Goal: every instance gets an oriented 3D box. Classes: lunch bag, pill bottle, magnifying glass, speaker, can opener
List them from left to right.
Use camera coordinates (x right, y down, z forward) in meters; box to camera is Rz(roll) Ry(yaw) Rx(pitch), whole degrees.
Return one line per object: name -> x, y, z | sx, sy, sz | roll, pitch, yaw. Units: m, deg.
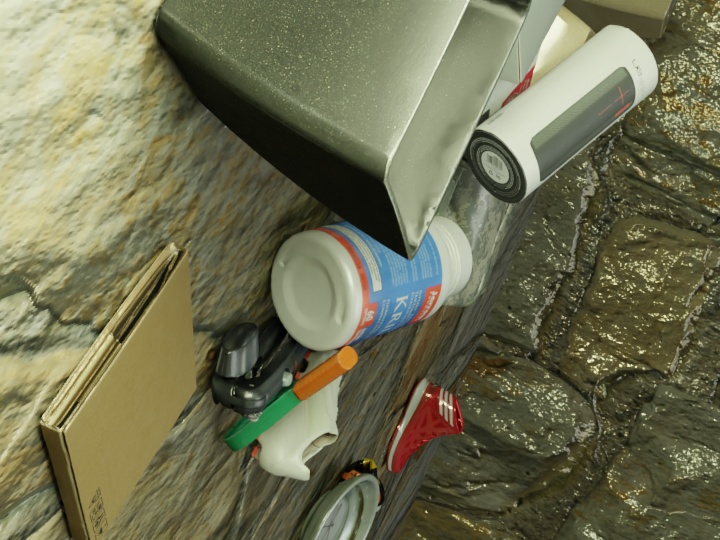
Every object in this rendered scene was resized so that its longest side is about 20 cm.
can opener -> -0.083, 0.083, 1.257 | 0.080, 0.063, 0.200 | -70, 168, 17
magnifying glass -> -0.068, 0.121, 1.285 | 0.199, 0.022, 0.080 | -35, -172, 45
pill bottle -> 0.018, 0.003, 1.290 | 0.199, 0.112, 0.113 | -16, 133, -46
lunch bag -> 0.105, -0.059, 1.654 | 0.168, 0.138, 0.203 | -27, 139, -74
speaker -> 0.193, -0.151, 1.283 | 0.199, 0.081, 0.082 | -38, 157, -25

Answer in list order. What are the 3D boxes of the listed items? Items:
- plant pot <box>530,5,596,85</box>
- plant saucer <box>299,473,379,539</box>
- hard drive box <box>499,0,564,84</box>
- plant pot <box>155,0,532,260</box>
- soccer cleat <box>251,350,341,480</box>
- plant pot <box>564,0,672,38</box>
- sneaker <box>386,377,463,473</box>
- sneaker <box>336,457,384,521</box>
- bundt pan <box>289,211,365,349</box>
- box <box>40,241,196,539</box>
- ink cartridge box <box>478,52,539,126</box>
plant pot -> 0.144, -0.219, 1.420 | 0.203, 0.175, 0.200 | -69, 168, 10
plant saucer -> -0.044, 0.391, 2.042 | 0.200, 0.050, 0.202 | -46, 150, -37
hard drive box -> 0.104, -0.273, 1.156 | 0.201, 0.154, 0.077 | -61, 158, -28
plant pot -> -0.011, -0.151, 0.835 | 0.202, 0.175, 0.200 | -64, 170, -9
soccer cleat -> -0.050, 0.157, 1.523 | 0.201, 0.077, 0.070 | -57, 166, -40
plant pot -> 0.466, -0.508, 2.313 | 0.202, 0.175, 0.200 | -65, 170, -1
sneaker -> 0.127, 0.317, 2.574 | 0.078, 0.114, 0.202 | -39, 151, -66
sneaker -> 0.009, 0.346, 2.200 | 0.091, 0.069, 0.200 | -65, 167, 10
bundt pan -> 0.000, 0.000, 1.451 | 0.204, 0.075, 0.202 | -61, 169, -22
box -> -0.170, 0.097, 0.987 | 0.201, 0.021, 0.164 | 96, 20, -56
ink cartridge box -> 0.066, -0.158, 1.232 | 0.200, 0.083, 0.146 | -41, 166, -15
